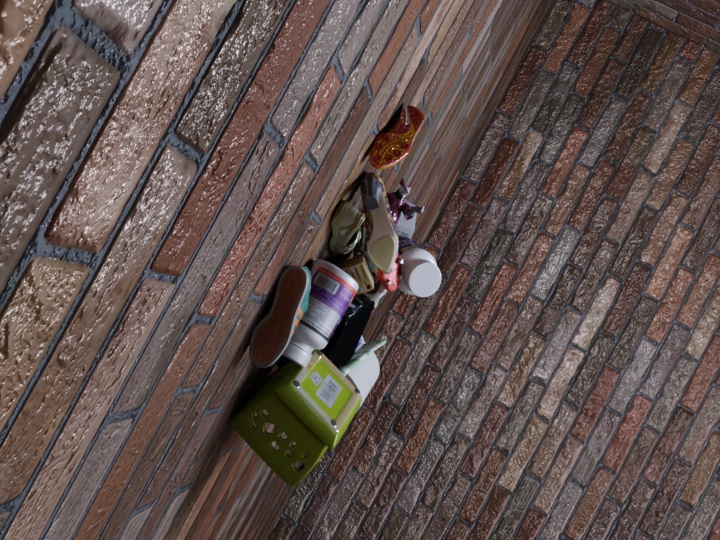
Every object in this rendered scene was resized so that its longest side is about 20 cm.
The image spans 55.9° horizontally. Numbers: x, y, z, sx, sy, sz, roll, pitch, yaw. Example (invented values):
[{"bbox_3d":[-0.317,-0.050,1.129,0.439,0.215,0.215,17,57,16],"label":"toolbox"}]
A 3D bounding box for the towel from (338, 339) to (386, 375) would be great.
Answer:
[{"bbox_3d":[-0.042,0.232,1.721,0.151,0.024,0.199,-18,-173,38],"label":"towel"}]

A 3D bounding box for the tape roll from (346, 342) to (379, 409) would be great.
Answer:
[{"bbox_3d":[-0.060,0.300,1.954,0.139,0.201,0.205,-51,167,-49],"label":"tape roll"}]

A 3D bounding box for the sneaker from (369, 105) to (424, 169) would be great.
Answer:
[{"bbox_3d":[0.076,-0.267,1.432,0.201,0.073,0.077,-51,177,-38],"label":"sneaker"}]

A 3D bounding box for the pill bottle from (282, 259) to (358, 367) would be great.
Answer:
[{"bbox_3d":[-0.097,0.089,1.382,0.202,0.110,0.112,-59,171,-12],"label":"pill bottle"}]

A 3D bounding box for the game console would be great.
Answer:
[{"bbox_3d":[-0.080,0.146,1.547,0.117,0.173,0.202,-77,-172,-54],"label":"game console"}]

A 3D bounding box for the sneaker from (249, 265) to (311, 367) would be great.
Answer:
[{"bbox_3d":[-0.139,0.087,1.259,0.202,0.071,0.080,-64,167,5],"label":"sneaker"}]

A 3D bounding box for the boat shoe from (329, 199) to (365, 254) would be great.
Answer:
[{"bbox_3d":[-0.023,-0.080,1.444,0.074,0.062,0.201,-58,170,-23],"label":"boat shoe"}]

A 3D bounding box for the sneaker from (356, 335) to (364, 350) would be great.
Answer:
[{"bbox_3d":[-0.091,0.200,1.691,0.198,0.082,0.115,-26,180,31],"label":"sneaker"}]

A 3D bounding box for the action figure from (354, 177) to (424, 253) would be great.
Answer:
[{"bbox_3d":[0.072,-0.126,1.628,0.202,0.133,0.149,-57,171,-11],"label":"action figure"}]

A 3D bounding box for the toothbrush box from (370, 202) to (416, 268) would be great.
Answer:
[{"bbox_3d":[0.082,-0.081,1.885,0.147,0.084,0.202,-75,-172,-57],"label":"toothbrush box"}]

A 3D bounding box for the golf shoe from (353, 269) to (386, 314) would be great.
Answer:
[{"bbox_3d":[0.037,0.037,1.657,0.088,0.077,0.201,-39,-163,15],"label":"golf shoe"}]

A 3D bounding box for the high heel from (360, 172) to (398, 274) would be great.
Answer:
[{"bbox_3d":[0.042,-0.105,1.456,0.143,0.070,0.203,-90,169,-57],"label":"high heel"}]

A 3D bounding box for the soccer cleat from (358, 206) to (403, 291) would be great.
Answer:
[{"bbox_3d":[0.036,-0.048,1.528,0.068,0.203,0.085,-30,-164,-29],"label":"soccer cleat"}]

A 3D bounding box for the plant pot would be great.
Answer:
[{"bbox_3d":[-0.120,0.296,1.441,0.181,0.199,0.200,-42,-177,32],"label":"plant pot"}]

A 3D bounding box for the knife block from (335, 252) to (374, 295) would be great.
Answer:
[{"bbox_3d":[0.000,0.000,1.544,0.175,0.065,0.199,-32,-170,-40],"label":"knife block"}]

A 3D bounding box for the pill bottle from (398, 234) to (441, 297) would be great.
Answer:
[{"bbox_3d":[0.117,-0.008,1.617,0.112,0.110,0.200,-62,-156,8],"label":"pill bottle"}]

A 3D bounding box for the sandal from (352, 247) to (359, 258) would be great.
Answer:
[{"bbox_3d":[0.034,-0.098,1.739,0.203,0.057,0.080,-60,172,-14],"label":"sandal"}]

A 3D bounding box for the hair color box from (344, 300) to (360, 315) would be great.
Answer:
[{"bbox_3d":[-0.045,0.073,1.667,0.061,0.099,0.200,-61,171,13],"label":"hair color box"}]
